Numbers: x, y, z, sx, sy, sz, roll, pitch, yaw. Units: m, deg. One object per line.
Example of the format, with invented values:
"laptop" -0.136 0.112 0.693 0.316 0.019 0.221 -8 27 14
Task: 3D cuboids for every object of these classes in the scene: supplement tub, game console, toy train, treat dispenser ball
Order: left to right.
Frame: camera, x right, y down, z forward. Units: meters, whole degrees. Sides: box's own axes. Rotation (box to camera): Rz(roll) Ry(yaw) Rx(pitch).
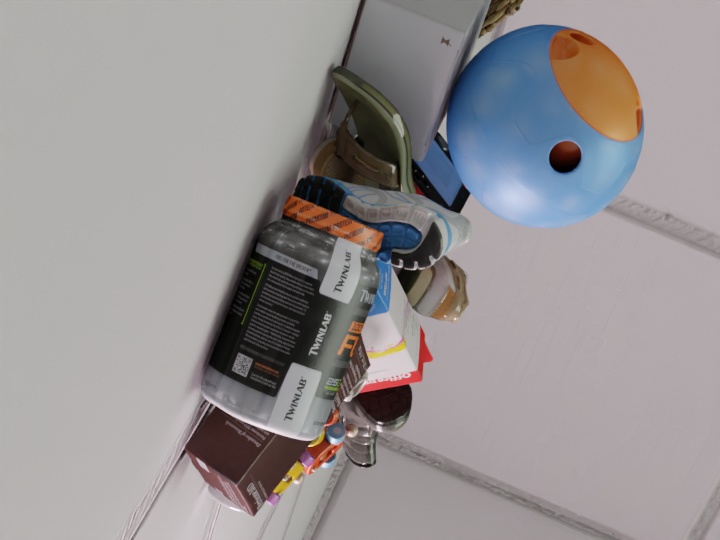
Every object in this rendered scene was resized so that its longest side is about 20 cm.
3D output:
"supplement tub" -0.058 0.042 1.472 0.123 0.121 0.202 -6 118 -85
"toy train" -0.058 0.170 1.734 0.150 0.056 0.201 -40 162 -30
"game console" 0.057 -0.138 1.774 0.031 0.178 0.200 -31 -172 19
"treat dispenser ball" 0.185 -0.144 1.618 0.201 0.199 0.203 22 90 -85

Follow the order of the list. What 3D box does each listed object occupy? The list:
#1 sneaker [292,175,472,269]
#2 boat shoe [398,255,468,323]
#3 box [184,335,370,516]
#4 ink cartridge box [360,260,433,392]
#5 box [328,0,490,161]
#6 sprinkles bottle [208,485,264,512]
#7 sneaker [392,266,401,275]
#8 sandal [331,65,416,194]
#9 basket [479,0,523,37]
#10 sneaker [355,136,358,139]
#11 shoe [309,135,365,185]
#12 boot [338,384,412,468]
"sneaker" 0.021 -0.046 1.548 0.086 0.198 0.076 -13 115 -49
"boat shoe" 0.082 0.017 1.828 0.075 0.068 0.200 -56 -174 14
"box" -0.078 0.131 1.587 0.201 0.075 0.100 -50 158 -15
"ink cartridge box" -0.002 0.068 1.725 0.201 0.115 0.068 62 23 -43
"box" 0.059 -0.235 1.649 0.201 0.105 0.153 -62 173 -56
"sprinkles bottle" -0.108 0.167 1.796 0.068 0.068 0.202 -50 161 -75
"sneaker" 0.000 0.000 1.758 0.201 0.073 0.115 -57 163 10
"sandal" 0.010 -0.108 1.566 0.057 0.080 0.202 -36 134 -22
"basket" 0.120 -0.372 2.014 0.142 0.149 0.200 -33 -166 28
"sneaker" -0.010 -0.086 1.863 0.079 0.065 0.201 -56 -175 46
"shoe" -0.023 -0.099 1.678 0.070 0.053 0.200 -54 163 -2
"boot" 0.012 0.173 1.871 0.200 0.067 0.132 -130 -145 -61
